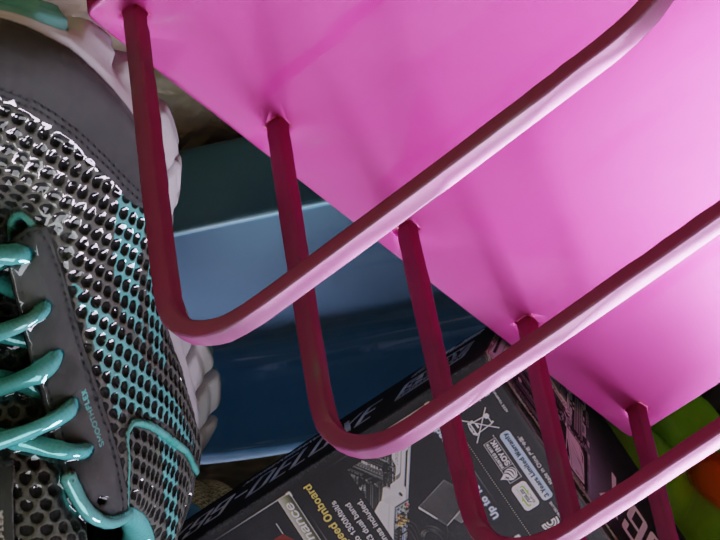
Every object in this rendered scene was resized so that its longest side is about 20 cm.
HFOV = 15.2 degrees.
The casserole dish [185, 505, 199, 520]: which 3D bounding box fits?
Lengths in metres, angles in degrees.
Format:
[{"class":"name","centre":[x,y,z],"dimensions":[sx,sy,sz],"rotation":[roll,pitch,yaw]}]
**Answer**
[{"class":"casserole dish","centre":[-0.112,0.113,0.796],"dimensions":[0.199,0.039,0.122],"rotation":[-1,110,21]}]

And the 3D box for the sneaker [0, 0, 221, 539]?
[{"class":"sneaker","centre":[-0.074,0.020,0.614],"dimensions":[0.077,0.092,0.200],"rotation":[-6,142,11]}]

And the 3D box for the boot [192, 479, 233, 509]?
[{"class":"boot","centre":[-0.023,0.135,0.892],"dimensions":[0.154,0.072,0.200],"rotation":[7,141,-19]}]

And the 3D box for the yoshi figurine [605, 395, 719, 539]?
[{"class":"yoshi figurine","centre":[0.108,0.124,0.759],"dimensions":[0.112,0.112,0.201],"rotation":[-25,99,20]}]

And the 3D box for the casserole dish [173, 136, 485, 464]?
[{"class":"casserole dish","centre":[0.000,0.000,0.707],"dimensions":[0.199,0.039,0.121],"rotation":[-12,147,11]}]

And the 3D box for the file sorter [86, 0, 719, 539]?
[{"class":"file sorter","centre":[0.063,-0.009,0.568],"dimensions":[0.139,0.126,0.200],"rotation":[-35,129,23]}]

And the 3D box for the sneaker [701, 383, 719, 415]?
[{"class":"sneaker","centre":[0.186,0.068,0.774],"dimensions":[0.199,0.107,0.075],"rotation":[7,147,-16]}]

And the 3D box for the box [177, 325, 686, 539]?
[{"class":"box","centre":[0.032,0.135,0.700],"dimensions":[0.157,0.200,0.050],"rotation":[-34,-177,21]}]
